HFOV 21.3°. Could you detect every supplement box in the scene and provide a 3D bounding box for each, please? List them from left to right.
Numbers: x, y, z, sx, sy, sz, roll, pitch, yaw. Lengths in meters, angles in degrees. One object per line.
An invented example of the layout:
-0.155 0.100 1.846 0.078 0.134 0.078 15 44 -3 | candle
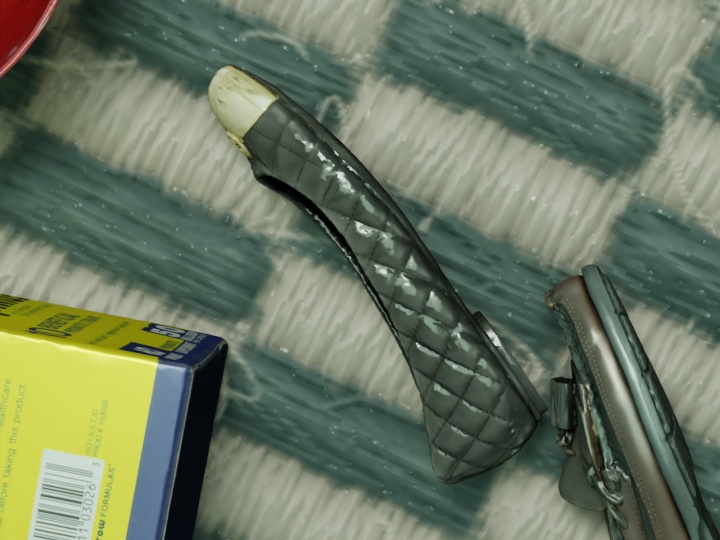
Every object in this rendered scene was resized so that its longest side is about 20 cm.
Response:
-0.165 0.065 0.773 0.200 0.109 0.110 11 94 2 | supplement box

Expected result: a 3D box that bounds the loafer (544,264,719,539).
0.111 0.099 0.785 0.063 0.072 0.200 -23 94 10 | loafer

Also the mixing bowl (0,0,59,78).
-0.197 -0.149 0.762 0.200 0.108 0.200 0 93 3 | mixing bowl

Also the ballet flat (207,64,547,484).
0.000 0.000 0.782 0.057 0.066 0.200 -38 92 0 | ballet flat
